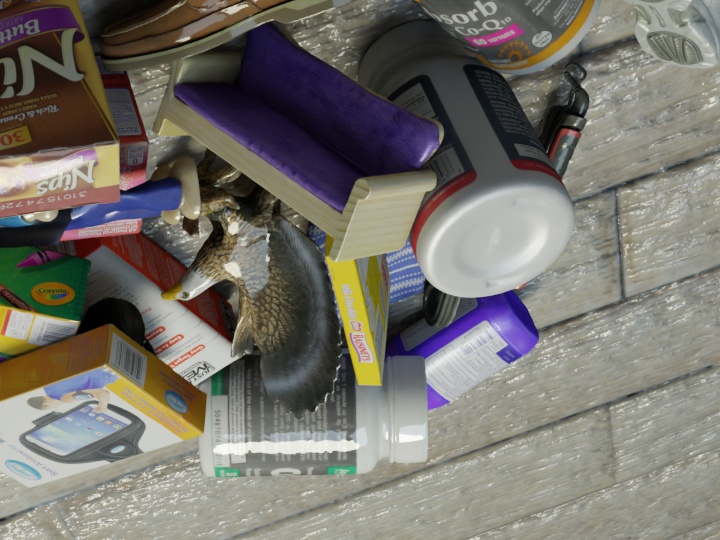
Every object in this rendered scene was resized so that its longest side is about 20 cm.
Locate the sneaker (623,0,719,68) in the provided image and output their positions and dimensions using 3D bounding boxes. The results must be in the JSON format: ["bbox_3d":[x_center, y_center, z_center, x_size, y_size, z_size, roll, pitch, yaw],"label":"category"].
[{"bbox_3d":[0.233,-0.237,1.223,0.078,0.100,0.200,13,164,23],"label":"sneaker"}]

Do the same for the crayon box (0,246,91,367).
[{"bbox_3d":[-0.285,0.053,1.246,0.118,0.058,0.200,14,144,-14],"label":"crayon box"}]

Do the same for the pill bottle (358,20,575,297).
[{"bbox_3d":[0.070,-0.090,1.220,0.119,0.200,0.120,-13,140,-11],"label":"pill bottle"}]

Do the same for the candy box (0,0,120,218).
[{"bbox_3d":[-0.228,-0.121,1.045,0.116,0.200,0.057,-10,140,-16],"label":"candy box"}]

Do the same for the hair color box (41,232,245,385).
[{"bbox_3d":[-0.194,0.030,1.344,0.101,0.061,0.200,-31,139,13],"label":"hair color box"}]

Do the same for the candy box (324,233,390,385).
[{"bbox_3d":[0.000,0.000,1.284,0.026,0.103,0.200,-1,148,7],"label":"candy box"}]

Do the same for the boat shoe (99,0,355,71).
[{"bbox_3d":[-0.095,-0.198,1.135,0.199,0.072,0.068,-19,115,5],"label":"boat shoe"}]

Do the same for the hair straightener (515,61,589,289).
[{"bbox_3d":[0.148,-0.086,1.364,0.041,0.077,0.201,10,119,-8],"label":"hair straightener"}]

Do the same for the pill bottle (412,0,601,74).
[{"bbox_3d":[0.075,-0.229,1.130,0.116,0.117,0.200,-38,138,18],"label":"pill bottle"}]

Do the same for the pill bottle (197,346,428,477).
[{"bbox_3d":[-0.042,0.125,1.447,0.199,0.113,0.113,-1,139,-1],"label":"pill bottle"}]

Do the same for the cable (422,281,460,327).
[{"bbox_3d":[0.096,-0.009,1.406,0.050,0.097,0.200,-11,140,-15],"label":"cable"}]

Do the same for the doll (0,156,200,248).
[{"bbox_3d":[-0.213,-0.040,1.079,0.199,0.049,0.136,-8,179,-27],"label":"doll"}]

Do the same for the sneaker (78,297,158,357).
[{"bbox_3d":[-0.183,0.085,1.310,0.088,0.074,0.200,0,148,-20],"label":"sneaker"}]

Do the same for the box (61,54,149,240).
[{"bbox_3d":[-0.258,-0.082,1.156,0.199,0.100,0.096,-7,138,-19],"label":"box"}]

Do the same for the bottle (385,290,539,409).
[{"bbox_3d":[0.067,0.087,1.526,0.200,0.065,0.084,-34,133,15],"label":"bottle"}]

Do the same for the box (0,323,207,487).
[{"bbox_3d":[-0.231,0.109,1.237,0.200,0.042,0.119,-21,140,26],"label":"box"}]

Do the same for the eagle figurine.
[{"bbox_3d":[-0.086,-0.002,1.295,0.151,0.152,0.200,-13,129,36],"label":"eagle figurine"}]

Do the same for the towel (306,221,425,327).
[{"bbox_3d":[0.012,-0.025,1.372,0.145,0.024,0.200,-26,146,-29],"label":"towel"}]

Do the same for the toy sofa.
[{"bbox_3d":[-0.045,-0.098,1.149,0.083,0.200,0.098,-11,130,-52],"label":"toy sofa"}]
